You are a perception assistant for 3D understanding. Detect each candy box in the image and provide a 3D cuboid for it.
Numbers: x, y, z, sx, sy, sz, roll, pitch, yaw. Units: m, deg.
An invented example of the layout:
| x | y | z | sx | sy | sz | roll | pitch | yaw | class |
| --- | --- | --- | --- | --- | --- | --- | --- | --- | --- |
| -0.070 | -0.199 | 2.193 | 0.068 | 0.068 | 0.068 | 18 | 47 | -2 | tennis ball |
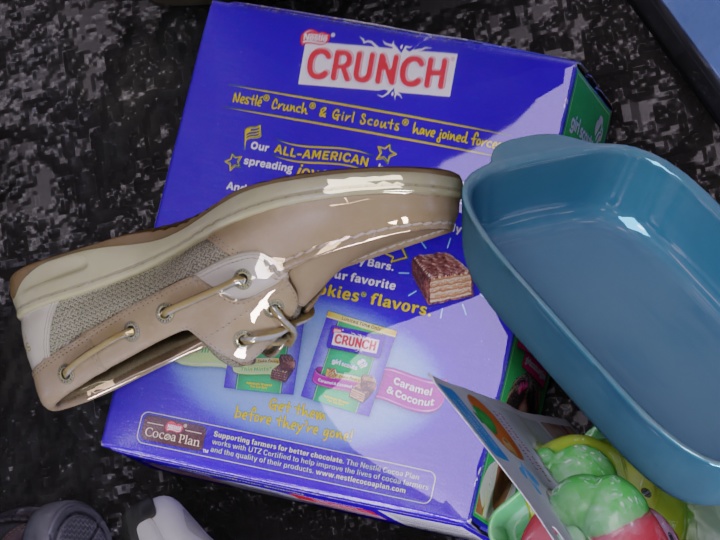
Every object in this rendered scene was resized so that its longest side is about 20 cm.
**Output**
| x | y | z | sx | sy | sz | roll | pitch | yaw | class |
| --- | --- | --- | --- | --- | --- | --- | --- | --- | --- |
| 0.000 | 0.000 | 1.259 | 0.169 | 0.077 | 0.201 | 11 | 82 | 17 | candy box |

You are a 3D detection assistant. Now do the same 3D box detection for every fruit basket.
| x | y | z | sx | sy | sz | roll | pitch | yaw | class |
| --- | --- | --- | --- | --- | --- | --- | --- | --- | --- |
| 0.112 | 0.117 | 1.141 | 0.094 | 0.200 | 0.185 | -38 | 71 | 4 | fruit basket |

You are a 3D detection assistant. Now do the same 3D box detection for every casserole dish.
| x | y | z | sx | sy | sz | roll | pitch | yaw | class |
| --- | --- | --- | --- | --- | --- | --- | --- | --- | --- |
| 0.116 | 0.023 | 1.153 | 0.200 | 0.121 | 0.039 | 50 | 134 | 31 | casserole dish |

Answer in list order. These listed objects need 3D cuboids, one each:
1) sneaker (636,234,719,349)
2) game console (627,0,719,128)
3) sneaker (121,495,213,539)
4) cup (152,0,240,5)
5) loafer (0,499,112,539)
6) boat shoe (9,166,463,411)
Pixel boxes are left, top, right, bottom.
| x | y | z | sx | sy | sz | roll | pitch | yaw | class |
| --- | --- | --- | --- | --- | --- | --- | --- | --- | --- |
| 0.187 | 0.039 | 1.209 | 0.200 | 0.070 | 0.076 | 28 | 80 | 16 | sneaker |
| 0.170 | -0.128 | 1.189 | 0.176 | 0.116 | 0.200 | -46 | 64 | 29 | game console |
| -0.006 | 0.155 | 1.237 | 0.115 | 0.076 | 0.201 | -37 | 80 | -6 | sneaker |
| -0.057 | -0.196 | 1.275 | 0.143 | 0.200 | 0.201 | -36 | 70 | 31 | cup |
| -0.146 | 0.198 | 1.263 | 0.063 | 0.072 | 0.201 | -7 | 69 | 32 | loafer |
| -0.047 | 0.007 | 1.195 | 0.199 | 0.072 | 0.065 | -16 | 78 | 19 | boat shoe |
